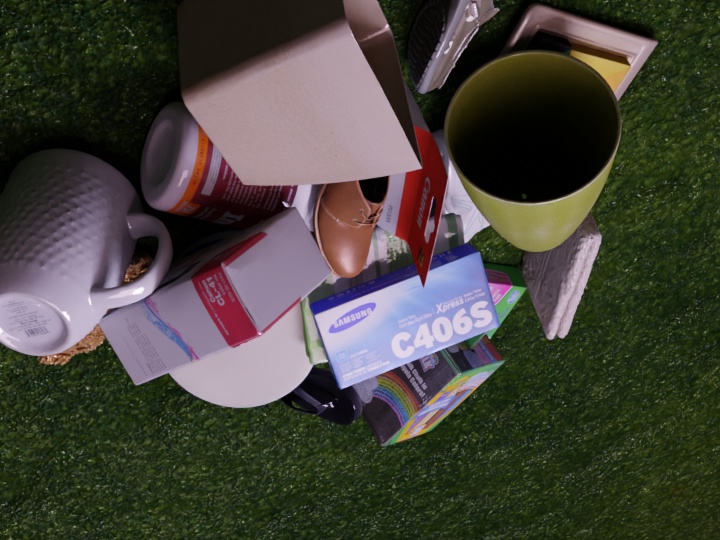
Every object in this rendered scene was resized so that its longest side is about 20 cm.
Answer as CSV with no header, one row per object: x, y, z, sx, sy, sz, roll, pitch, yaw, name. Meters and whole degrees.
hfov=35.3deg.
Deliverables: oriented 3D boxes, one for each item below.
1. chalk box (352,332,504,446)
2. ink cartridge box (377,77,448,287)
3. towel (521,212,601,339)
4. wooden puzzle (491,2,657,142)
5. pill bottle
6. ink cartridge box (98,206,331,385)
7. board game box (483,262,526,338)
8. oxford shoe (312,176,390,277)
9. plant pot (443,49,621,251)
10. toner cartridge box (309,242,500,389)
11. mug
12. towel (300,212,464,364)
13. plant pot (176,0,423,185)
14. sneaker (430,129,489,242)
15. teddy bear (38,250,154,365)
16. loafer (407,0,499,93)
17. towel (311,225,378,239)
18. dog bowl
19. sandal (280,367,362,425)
0.088,0.107,1.438,0.200,0.126,0.123,-45,159,27,chalk box
0.032,-0.105,1.204,0.046,0.202,0.161,-7,138,-15,ink cartridge box
0.257,-0.020,1.456,0.034,0.134,0.202,-4,138,-14,towel
0.227,-0.207,1.308,0.197,0.038,0.186,6,133,-30,wooden puzzle
-0.124,-0.102,1.206,0.198,0.114,0.113,12,131,-33,pill bottle
-0.150,0.027,1.163,0.198,0.148,0.086,-20,105,36,ink cartridge box
0.106,0.051,1.539,0.197,0.041,0.154,6,133,-30,board game box
-0.004,-0.067,1.190,0.070,0.071,0.202,-17,132,-27,oxford shoe
0.195,-0.109,1.268,0.185,0.189,0.201,-22,152,0,plant pot
0.051,0.050,1.273,0.197,0.043,0.096,-21,108,-5,toner cartridge box
-0.285,-0.011,1.139,0.196,0.177,0.149,-2,134,10,mug
0.026,0.019,1.297,0.197,0.031,0.152,-10,108,-10,towel
-0.067,-0.197,1.075,0.175,0.202,0.201,-19,142,12,plant pot
0.119,-0.106,1.357,0.079,0.071,0.201,-26,147,-9,sneaker
-0.316,0.056,1.333,0.197,0.067,0.146,-21,143,0,teddy bear
0.109,-0.264,1.159,0.069,0.076,0.201,7,133,-24,loafer
0.000,0.000,1.355,0.197,0.022,0.148,-13,114,20,towel
-0.143,0.059,1.345,0.196,0.079,0.203,0,117,0,dog bowl
-0.084,0.155,1.461,0.043,0.198,0.077,-44,141,-40,sandal
